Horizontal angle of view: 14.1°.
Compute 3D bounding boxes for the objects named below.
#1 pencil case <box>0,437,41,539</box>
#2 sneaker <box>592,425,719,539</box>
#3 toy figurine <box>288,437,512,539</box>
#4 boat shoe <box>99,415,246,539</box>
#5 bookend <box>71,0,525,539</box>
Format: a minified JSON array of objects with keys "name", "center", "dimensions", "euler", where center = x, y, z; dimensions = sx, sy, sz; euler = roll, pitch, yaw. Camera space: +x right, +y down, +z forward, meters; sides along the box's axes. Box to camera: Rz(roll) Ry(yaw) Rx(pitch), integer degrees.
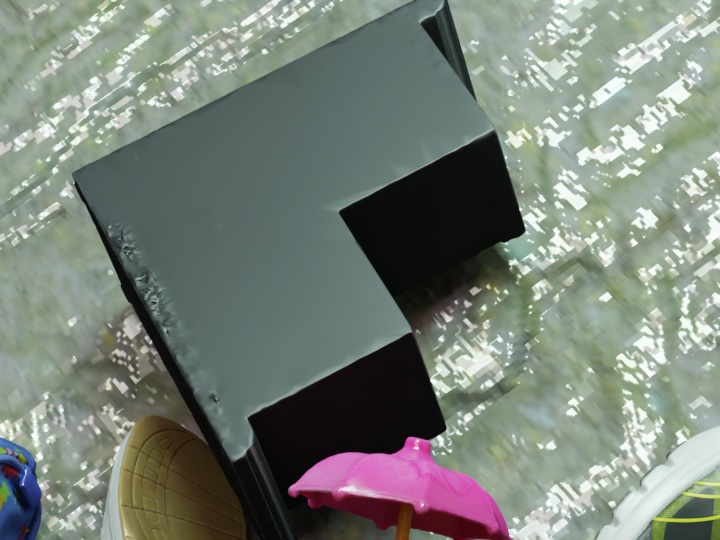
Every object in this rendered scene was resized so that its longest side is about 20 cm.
[{"name":"pencil case","center":[-0.233,0.073,1.372],"dimensions":[0.200,0.078,0.087],"euler":[35,70,32]},{"name":"sneaker","center":[0.168,0.109,1.236],"dimensions":[0.085,0.075,0.200],"euler":[37,77,24]},{"name":"toy figurine","center":[0.009,0.166,1.215],"dimensions":[0.200,0.150,0.185],"euler":[-38,45,23]},{"name":"boat shoe","center":[-0.096,0.149,1.287],"dimensions":[0.069,0.071,0.200],"euler":[-48,27,31]},{"name":"bookend","center":[0.000,0.000,1.332],"dimensions":[0.199,0.092,0.199],"euler":[-28,49,-7]}]
